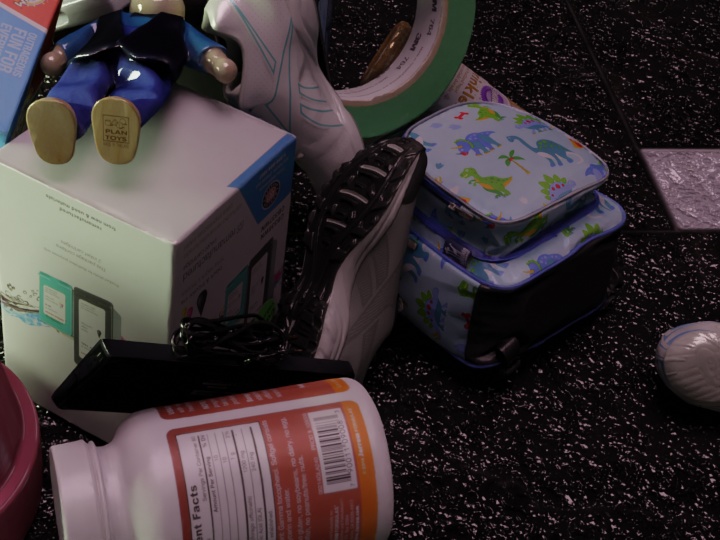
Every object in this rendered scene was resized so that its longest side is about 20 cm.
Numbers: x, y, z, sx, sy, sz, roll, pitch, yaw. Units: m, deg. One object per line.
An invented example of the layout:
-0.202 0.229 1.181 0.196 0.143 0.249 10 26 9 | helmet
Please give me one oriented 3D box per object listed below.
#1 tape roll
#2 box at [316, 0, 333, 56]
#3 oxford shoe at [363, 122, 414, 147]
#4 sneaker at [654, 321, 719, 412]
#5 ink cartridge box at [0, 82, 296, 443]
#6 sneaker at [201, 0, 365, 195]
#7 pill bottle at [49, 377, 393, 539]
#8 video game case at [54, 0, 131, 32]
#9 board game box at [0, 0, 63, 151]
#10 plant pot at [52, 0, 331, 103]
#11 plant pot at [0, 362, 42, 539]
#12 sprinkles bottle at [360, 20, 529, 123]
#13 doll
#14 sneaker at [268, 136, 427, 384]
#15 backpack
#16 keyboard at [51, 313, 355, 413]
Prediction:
-0.007 -0.205 1.033 0.198 0.203 0.048 -13 20 -22 | tape roll
-0.121 -0.257 1.264 0.198 0.138 0.038 22 42 17 | box
0.032 -0.106 1.162 0.073 0.071 0.200 23 43 15 | oxford shoe
0.315 0.083 0.987 0.197 0.073 0.073 18 14 2 | sneaker
-0.146 -0.003 0.911 0.145 0.202 0.147 24 42 18 | ink cartridge box
-0.056 -0.121 0.963 0.080 0.202 0.070 -33 27 -22 | sneaker
-0.087 0.135 0.827 0.197 0.113 0.113 -7 42 -16 | pill bottle
-0.200 -0.236 1.050 0.180 0.022 0.200 -6 33 37 | video game case
-0.262 -0.095 0.940 0.040 0.201 0.155 19 52 -12 | board game box
-0.149 -0.190 1.150 0.175 0.202 0.201 5 38 20 | plant pot
-0.298 0.079 0.810 0.197 0.181 0.201 3 40 -3 | plant pot
0.096 -0.129 1.143 0.199 0.068 0.069 34 41 -7 | sprinkles bottle
-0.147 -0.133 0.869 0.134 0.049 0.201 1 33 5 | doll
0.000 0.000 0.956 0.079 0.202 0.074 21 4 -39 | sneaker
0.087 -0.044 1.038 0.199 0.149 0.182 31 42 32 | backpack
-0.089 0.056 0.842 0.198 0.104 0.040 8 55 -43 | keyboard
